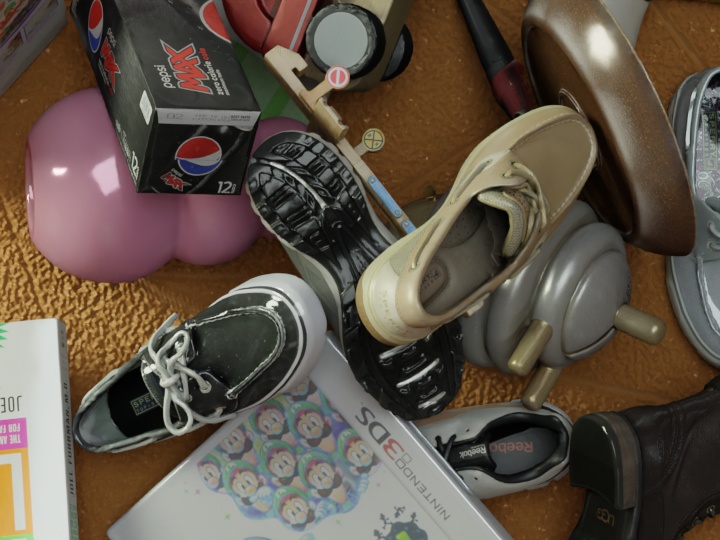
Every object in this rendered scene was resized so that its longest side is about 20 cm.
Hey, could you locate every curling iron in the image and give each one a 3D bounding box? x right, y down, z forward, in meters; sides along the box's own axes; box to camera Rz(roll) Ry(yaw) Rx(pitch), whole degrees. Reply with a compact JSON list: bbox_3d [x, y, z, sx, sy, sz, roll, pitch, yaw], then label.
[{"bbox_3d":[0.096,-0.128,1.460,0.025,0.050,0.200,-12,46,-7],"label":"curling iron"}]

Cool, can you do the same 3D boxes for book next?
[{"bbox_3d":[-0.245,0.137,1.423,0.133,0.048,0.201,-7,78,6],"label":"book"}]

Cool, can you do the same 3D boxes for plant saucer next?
[{"bbox_3d":[0.149,-0.094,1.421,0.032,0.200,0.201,-26,84,-6],"label":"plant saucer"}]

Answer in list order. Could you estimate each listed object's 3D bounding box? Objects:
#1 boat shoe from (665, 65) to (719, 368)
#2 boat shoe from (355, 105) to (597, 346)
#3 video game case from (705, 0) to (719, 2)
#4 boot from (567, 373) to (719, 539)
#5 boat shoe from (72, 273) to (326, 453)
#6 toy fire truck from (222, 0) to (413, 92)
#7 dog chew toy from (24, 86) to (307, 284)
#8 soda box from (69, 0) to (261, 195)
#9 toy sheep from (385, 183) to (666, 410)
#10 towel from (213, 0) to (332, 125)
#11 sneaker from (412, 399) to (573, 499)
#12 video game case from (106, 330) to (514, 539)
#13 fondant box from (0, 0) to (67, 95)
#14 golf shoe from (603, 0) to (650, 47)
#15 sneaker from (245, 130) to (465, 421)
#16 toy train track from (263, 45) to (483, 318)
[{"bbox_3d":[0.237,-0.037,1.484,0.070,0.072,0.202,-4,82,-5],"label":"boat shoe"},{"bbox_3d":[0.082,-0.030,1.327,0.200,0.065,0.072,-42,104,-29],"label":"boat shoe"},{"bbox_3d":[0.291,-0.277,1.550,0.180,0.026,0.201,5,80,-3],"label":"video game case"},{"bbox_3d":[0.217,0.151,1.447,0.174,0.069,0.201,-13,119,-29],"label":"boot"},{"bbox_3d":[-0.104,0.062,1.382,0.068,0.199,0.074,-25,91,-50],"label":"boat shoe"},{"bbox_3d":[-0.050,-0.225,1.414,0.199,0.129,0.177,25,100,13],"label":"toy fire truck"},{"bbox_3d":[-0.111,-0.057,1.440,0.199,0.125,0.125,-4,82,-13],"label":"dog chew toy"},{"bbox_3d":[-0.121,-0.130,1.385,0.070,0.064,0.200,0,39,-22],"label":"soda box"},{"bbox_3d":[0.102,0.008,1.435,0.199,0.138,0.138,26,79,22],"label":"toy sheep"},{"bbox_3d":[-0.047,-0.200,1.486,0.149,0.031,0.200,36,99,3],"label":"towel"},{"bbox_3d":[0.044,0.117,1.443,0.199,0.080,0.074,-13,85,-4],"label":"sneaker"},{"bbox_3d":[-0.032,0.170,1.420,0.200,0.024,0.182,-42,86,14],"label":"video game case"},{"bbox_3d":[-0.253,-0.146,1.398,0.058,0.200,0.144,40,80,2],"label":"fondant box"},{"bbox_3d":[0.182,-0.217,1.488,0.088,0.077,0.201,4,82,27],"label":"golf shoe"},{"bbox_3d":[0.000,0.000,1.384,0.074,0.079,0.201,-31,98,-1],"label":"sneaker"},{"bbox_3d":[0.015,-0.059,1.372,0.032,0.115,0.200,-38,89,-9],"label":"toy train track"}]
